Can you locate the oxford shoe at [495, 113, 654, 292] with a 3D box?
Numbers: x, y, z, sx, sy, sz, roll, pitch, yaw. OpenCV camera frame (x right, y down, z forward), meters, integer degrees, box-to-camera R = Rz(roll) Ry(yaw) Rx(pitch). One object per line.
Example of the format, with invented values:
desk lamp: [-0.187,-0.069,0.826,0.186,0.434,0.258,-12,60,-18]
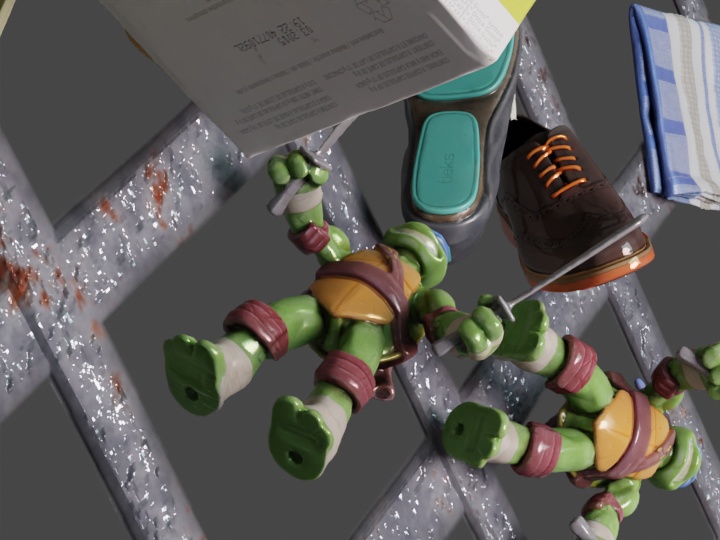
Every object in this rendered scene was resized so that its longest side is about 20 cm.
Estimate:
oxford shoe: [0.115,-0.041,1.415,0.200,0.071,0.073,-134,-157,-68]

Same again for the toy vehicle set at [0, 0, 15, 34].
toy vehicle set: [-0.196,-0.197,1.126,0.124,0.026,0.200,47,45,-37]

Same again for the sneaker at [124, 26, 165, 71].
sneaker: [-0.068,-0.183,1.276,0.088,0.076,0.200,41,58,-49]

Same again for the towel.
towel: [0.258,-0.113,1.755,0.200,0.024,0.147,6,74,-54]

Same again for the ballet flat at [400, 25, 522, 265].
ballet flat: [0.058,-0.083,1.430,0.073,0.073,0.200,47,39,-37]

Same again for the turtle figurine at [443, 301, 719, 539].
turtle figurine: [0.161,0.103,1.408,0.194,0.144,0.200,24,30,-34]

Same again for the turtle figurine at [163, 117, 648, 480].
turtle figurine: [0.000,0.000,1.229,0.144,0.200,0.194,52,48,-9]

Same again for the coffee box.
coffee box: [-0.017,-0.208,1.130,0.200,0.200,0.198,47,56,-21]
